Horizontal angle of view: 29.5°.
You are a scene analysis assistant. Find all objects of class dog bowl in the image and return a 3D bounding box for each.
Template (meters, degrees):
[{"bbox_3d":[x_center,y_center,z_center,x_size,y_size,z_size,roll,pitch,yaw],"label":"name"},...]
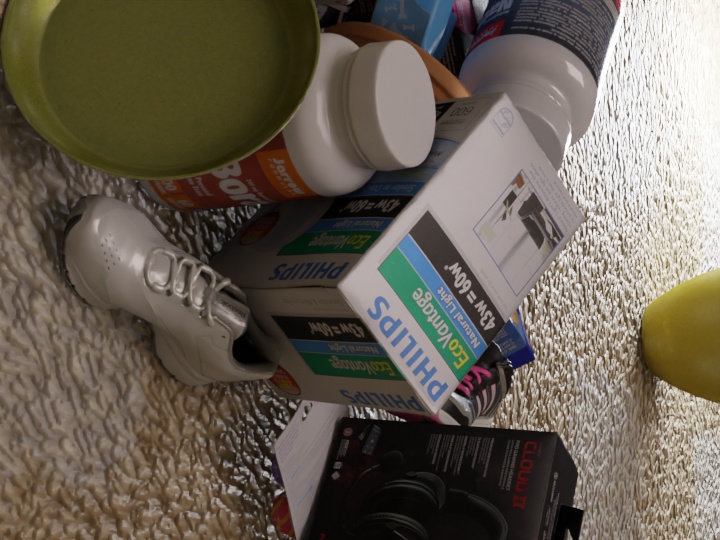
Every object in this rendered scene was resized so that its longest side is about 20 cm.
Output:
[{"bbox_3d":[0.058,-0.249,1.102,0.111,0.050,0.200,-35,145,-72],"label":"dog bowl"}]

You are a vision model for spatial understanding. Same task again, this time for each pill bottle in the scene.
[{"bbox_3d":[0.147,-0.167,1.149,0.120,0.119,0.200,62,36,-35],"label":"pill bottle"},{"bbox_3d":[-0.055,-0.103,0.947,0.112,0.200,0.112,12,76,-58],"label":"pill bottle"}]

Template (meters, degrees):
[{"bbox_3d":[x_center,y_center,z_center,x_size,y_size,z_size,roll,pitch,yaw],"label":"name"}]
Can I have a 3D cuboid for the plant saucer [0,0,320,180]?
[{"bbox_3d":[-0.125,-0.142,0.872,0.031,0.200,0.200,96,3,-68],"label":"plant saucer"}]

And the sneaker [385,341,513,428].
[{"bbox_3d":[0.080,0.093,1.147,0.088,0.074,0.200,-67,160,2],"label":"sneaker"}]

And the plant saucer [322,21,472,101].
[{"bbox_3d":[0.029,-0.110,1.111,0.037,0.200,0.200,-46,129,-24],"label":"plant saucer"}]

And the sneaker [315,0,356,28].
[{"bbox_3d":[-0.021,-0.228,1.067,0.200,0.070,0.109,-103,-144,-66],"label":"sneaker"}]

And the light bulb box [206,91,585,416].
[{"bbox_3d":[0.018,-0.013,0.998,0.200,0.198,0.125,-49,117,-26],"label":"light bulb box"}]

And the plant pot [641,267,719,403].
[{"bbox_3d":[0.471,0.092,1.883,0.200,0.142,0.200,11,77,-58],"label":"plant pot"}]

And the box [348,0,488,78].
[{"bbox_3d":[0.061,-0.222,1.246,0.132,0.115,0.200,-35,117,-58],"label":"box"}]

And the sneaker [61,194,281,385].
[{"bbox_3d":[-0.123,0.012,0.929,0.200,0.087,0.075,47,56,-45],"label":"sneaker"}]

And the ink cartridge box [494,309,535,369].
[{"bbox_3d":[0.090,0.014,1.261,0.200,0.076,0.137,54,16,-44],"label":"ink cartridge box"}]

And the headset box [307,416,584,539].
[{"bbox_3d":[0.069,0.197,1.033,0.077,0.200,0.149,57,42,-49],"label":"headset box"}]

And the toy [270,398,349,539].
[{"bbox_3d":[-0.040,0.185,1.091,0.115,0.047,0.200,-55,137,-52],"label":"toy"}]
